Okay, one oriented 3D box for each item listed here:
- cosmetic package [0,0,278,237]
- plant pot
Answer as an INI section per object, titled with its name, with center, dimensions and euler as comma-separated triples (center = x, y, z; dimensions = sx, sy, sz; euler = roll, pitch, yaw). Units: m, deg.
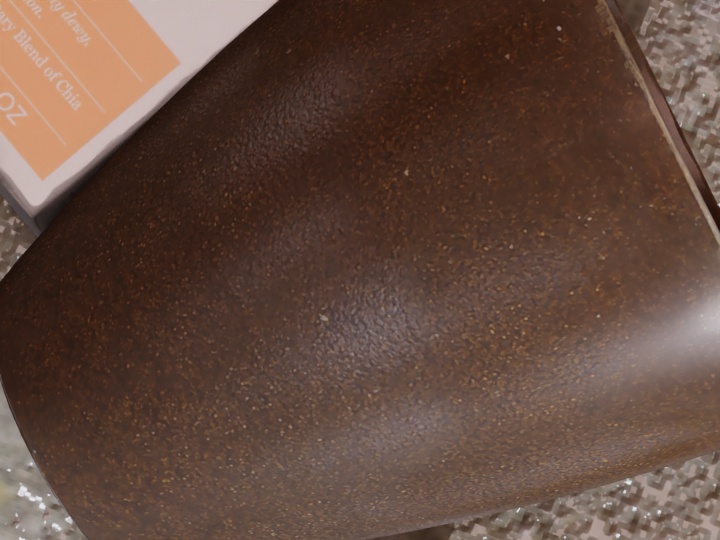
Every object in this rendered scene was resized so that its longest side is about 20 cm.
[cosmetic package]
center = -0.054, -0.112, 0.771
dimensions = 0.200, 0.071, 0.102
euler = -41, 87, -7
[plant pot]
center = 0.000, 0.000, 0.720
dimensions = 0.199, 0.187, 0.188
euler = -26, 85, 9
